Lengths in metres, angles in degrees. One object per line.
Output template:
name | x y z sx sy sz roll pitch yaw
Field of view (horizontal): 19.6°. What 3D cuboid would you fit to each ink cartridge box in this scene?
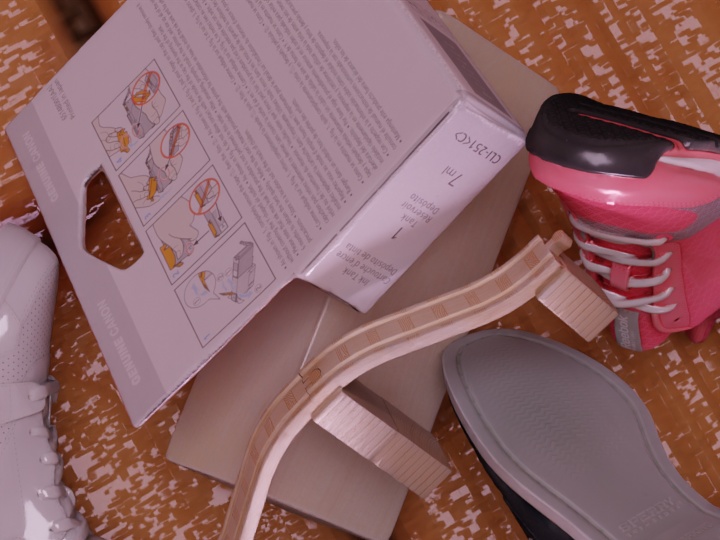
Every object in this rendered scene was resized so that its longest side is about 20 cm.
ink cartridge box | -0.046 -0.054 0.825 0.176 0.045 0.200 -46 44 15

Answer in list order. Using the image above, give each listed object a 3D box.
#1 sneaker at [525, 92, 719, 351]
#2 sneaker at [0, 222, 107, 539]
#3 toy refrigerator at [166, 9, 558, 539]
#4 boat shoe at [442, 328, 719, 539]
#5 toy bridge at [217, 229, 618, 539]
sneaker | 0.115 -0.011 0.797 0.074 0.200 0.087 19 92 27
sneaker | -0.128 0.090 0.842 0.115 0.074 0.200 18 94 2
toy refrigerator | 0.000 0.000 0.843 0.076 0.070 0.200 27 79 -39
boat shoe | 0.094 0.098 0.783 0.076 0.060 0.200 -16 43 -24
toy bridge | 0.005 0.057 0.764 0.200 0.027 0.067 -46 122 11
